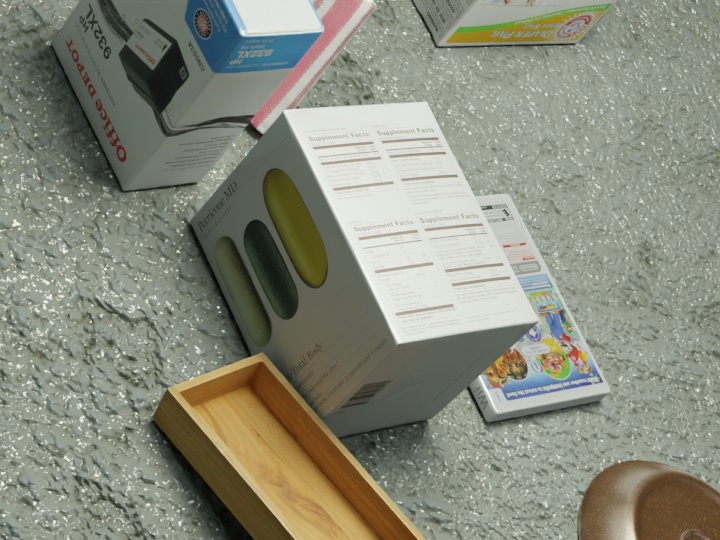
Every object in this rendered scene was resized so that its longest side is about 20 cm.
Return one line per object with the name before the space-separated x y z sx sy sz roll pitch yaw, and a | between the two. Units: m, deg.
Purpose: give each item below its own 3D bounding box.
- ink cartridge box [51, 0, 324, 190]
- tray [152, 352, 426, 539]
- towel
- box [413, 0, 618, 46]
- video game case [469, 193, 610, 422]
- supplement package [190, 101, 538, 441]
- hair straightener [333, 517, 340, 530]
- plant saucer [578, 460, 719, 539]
ink cartridge box | -0.134 -0.176 1.597 0.083 0.200 0.146 -11 65 -41
tray | -0.048 0.152 1.499 0.098 0.037 0.200 -19 59 -46
towel | -0.102 -0.226 1.711 0.200 0.146 0.030 42 18 -5
box | 0.146 -0.284 1.990 0.199 0.101 0.113 -7 62 -43
video game case | 0.115 0.027 1.777 0.142 0.018 0.201 -6 62 -43
supplement package | 0.000 0.000 1.601 0.150 0.152 0.201 -7 63 -42
hair straightener | -0.062 0.229 1.450 0.077 0.041 0.200 40 41 -7
plant saucer | 0.265 0.235 1.721 0.199 0.037 0.202 22 45 -24
